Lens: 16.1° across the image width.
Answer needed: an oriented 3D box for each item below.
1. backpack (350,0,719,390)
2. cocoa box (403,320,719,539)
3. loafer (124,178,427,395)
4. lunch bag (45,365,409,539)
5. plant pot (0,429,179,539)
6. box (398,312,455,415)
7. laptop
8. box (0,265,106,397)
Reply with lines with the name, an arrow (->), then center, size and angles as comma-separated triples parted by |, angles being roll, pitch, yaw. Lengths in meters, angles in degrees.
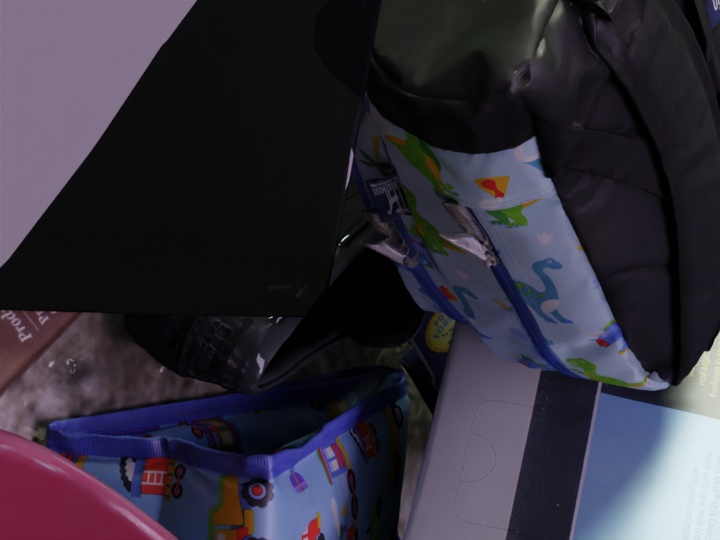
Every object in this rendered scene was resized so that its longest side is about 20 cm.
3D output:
backpack -> 0.069, -0.051, 0.843 | 0.200, 0.154, 0.163 | 49, 51, -39
cocoa box -> 0.080, 0.117, 0.925 | 0.133, 0.131, 0.200 | 97, 7, -49
loafer -> 0.000, 0.000, 0.933 | 0.200, 0.070, 0.068 | -24, 144, -48
lunch bag -> -0.026, 0.120, 0.939 | 0.200, 0.094, 0.151 | -12, 106, -62
plant pot -> -0.105, 0.175, 0.740 | 0.179, 0.200, 0.200 | -46, 143, 6
box -> 0.094, 0.051, 1.075 | 0.121, 0.032, 0.200 | -38, 127, -13
laptop -> -0.092, -0.097, 0.732 | 0.177, 0.200, 0.103 | 2, 140, -37
box -> -0.109, -0.037, 0.754 | 0.100, 0.075, 0.200 | 54, 51, -15
